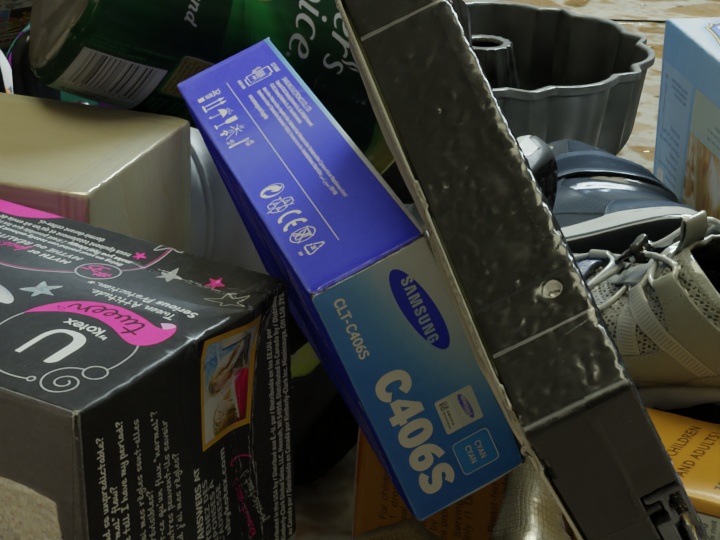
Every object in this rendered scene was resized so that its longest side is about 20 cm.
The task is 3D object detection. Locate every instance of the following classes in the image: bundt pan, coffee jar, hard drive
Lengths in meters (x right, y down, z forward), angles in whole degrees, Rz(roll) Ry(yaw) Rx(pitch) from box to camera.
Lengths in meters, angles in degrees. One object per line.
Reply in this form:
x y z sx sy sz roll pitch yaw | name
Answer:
0.070 -0.099 1.172 0.200 0.076 0.202 2 22 -1 | bundt pan
-0.042 -0.104 0.883 0.199 0.085 0.105 19 54 -28 | coffee jar
0.052 0.005 0.624 0.038 0.140 0.201 -26 49 6 | hard drive

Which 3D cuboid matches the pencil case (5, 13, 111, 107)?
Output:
-0.168 -0.138 1.224 0.085 0.093 0.200 23 18 -11 | pencil case

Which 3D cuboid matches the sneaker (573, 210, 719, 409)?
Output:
0.122 0.007 0.748 0.199 0.082 0.075 6 40 32 | sneaker

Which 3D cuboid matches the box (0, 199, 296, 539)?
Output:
-0.134 0.059 0.692 0.199 0.133 0.115 15 29 31 | box

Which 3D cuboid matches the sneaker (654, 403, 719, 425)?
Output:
0.186 0.065 0.782 0.199 0.071 0.082 18 31 32 | sneaker

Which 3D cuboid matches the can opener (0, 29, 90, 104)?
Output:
-0.166 -0.066 0.965 0.063 0.079 0.200 7 -22 6 | can opener

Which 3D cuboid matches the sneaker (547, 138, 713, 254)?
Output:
0.063 -0.008 0.951 0.201 0.077 0.146 -4 18 -4 | sneaker

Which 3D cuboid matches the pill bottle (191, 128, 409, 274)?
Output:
-0.033 -0.049 0.996 0.199 0.113 0.112 -15 27 -34 | pill bottle

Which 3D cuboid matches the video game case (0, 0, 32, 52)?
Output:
-0.181 -0.209 1.318 0.142 0.200 0.018 -11 67 -27 | video game case

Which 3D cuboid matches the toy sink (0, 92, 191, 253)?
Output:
-0.182 0.000 0.840 0.199 0.131 0.112 10 24 17 | toy sink

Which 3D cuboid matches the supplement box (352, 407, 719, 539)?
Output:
0.097 0.090 0.722 0.199 0.069 0.066 10 21 26 | supplement box

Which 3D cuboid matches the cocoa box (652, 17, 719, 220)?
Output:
0.229 -0.036 0.949 0.130 0.134 0.200 -2 22 -9 | cocoa box

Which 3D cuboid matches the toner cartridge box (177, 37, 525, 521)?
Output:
-0.009 -0.005 0.703 0.043 0.095 0.200 -28 30 -4 | toner cartridge box

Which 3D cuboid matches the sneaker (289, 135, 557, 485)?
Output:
0.000 0.000 0.828 0.083 0.072 0.200 35 64 26 | sneaker

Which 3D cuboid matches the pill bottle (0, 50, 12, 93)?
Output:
-0.259 -0.104 1.121 0.106 0.107 0.200 -11 26 -29 | pill bottle

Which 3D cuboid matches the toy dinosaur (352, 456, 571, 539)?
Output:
0.049 0.112 0.656 0.100 0.058 0.201 -4 47 -4 | toy dinosaur
